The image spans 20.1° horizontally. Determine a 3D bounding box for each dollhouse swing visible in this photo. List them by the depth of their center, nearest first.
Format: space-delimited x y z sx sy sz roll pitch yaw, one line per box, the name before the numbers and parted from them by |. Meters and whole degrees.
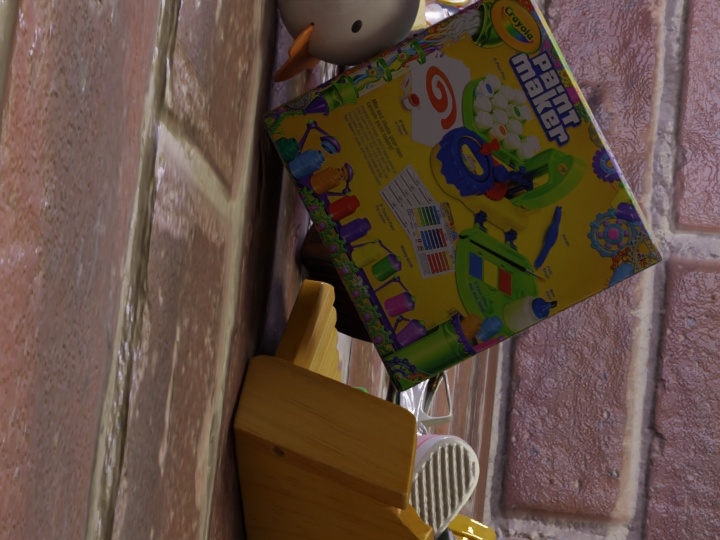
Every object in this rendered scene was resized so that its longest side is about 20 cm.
dollhouse swing | 0.006 0.133 1.399 0.176 0.181 0.201 -51 150 -39

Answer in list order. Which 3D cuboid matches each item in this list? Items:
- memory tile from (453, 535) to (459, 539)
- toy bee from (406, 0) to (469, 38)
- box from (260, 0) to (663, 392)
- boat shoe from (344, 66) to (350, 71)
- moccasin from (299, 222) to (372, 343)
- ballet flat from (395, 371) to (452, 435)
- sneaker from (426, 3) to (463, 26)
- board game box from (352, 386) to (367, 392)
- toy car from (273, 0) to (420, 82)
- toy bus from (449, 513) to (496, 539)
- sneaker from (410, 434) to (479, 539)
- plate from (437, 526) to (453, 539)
memory tile | 0.029 0.281 1.561 0.153 0.017 0.200 -49 -170 5
toy bee | 0.029 -0.176 1.476 0.131 0.109 0.201 -35 130 -19
box | 0.070 -0.054 1.343 0.201 0.192 0.122 64 8 2
boat shoe | 0.022 -0.127 1.594 0.067 0.073 0.201 19 63 -72
moccasin | -0.002 0.000 1.573 0.202 0.073 0.078 59 47 -60
ballet flat | 0.059 0.159 2.072 0.070 0.069 0.201 82 15 -56
sneaker | 0.036 -0.136 1.744 0.078 0.079 0.201 39 -65 50
board game box | -0.011 0.209 1.747 0.135 0.029 0.201 62 34 -76
toy car | 0.003 -0.203 1.309 0.200 0.184 0.177 -57 172 3
toy bus | 0.045 0.346 1.867 0.192 0.135 0.201 -61 157 -57
sneaker | -0.003 0.201 1.541 0.200 0.104 0.075 -46 112 -22
plate | 0.011 0.277 1.534 0.200 0.026 0.200 -48 -170 11
